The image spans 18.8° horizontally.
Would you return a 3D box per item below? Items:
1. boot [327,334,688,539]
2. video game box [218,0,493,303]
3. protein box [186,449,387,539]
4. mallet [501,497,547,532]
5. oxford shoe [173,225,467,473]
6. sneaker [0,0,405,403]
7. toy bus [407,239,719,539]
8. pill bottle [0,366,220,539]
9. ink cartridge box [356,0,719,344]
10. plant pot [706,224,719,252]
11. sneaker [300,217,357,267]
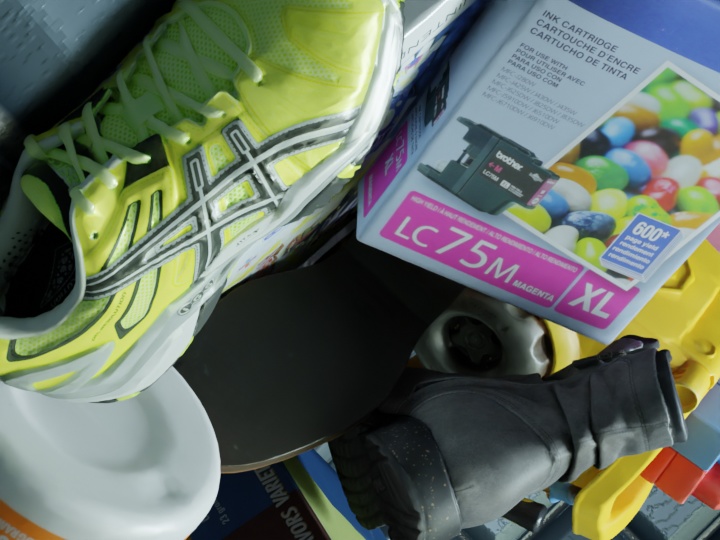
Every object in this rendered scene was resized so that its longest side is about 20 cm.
[{"bbox_3d":[0.057,0.063,0.922,0.132,0.070,0.200,-19,-165,-10],"label":"boot"},{"bbox_3d":[-0.015,-0.059,0.846,0.182,0.047,0.200,-40,170,-17],"label":"video game box"},{"bbox_3d":[-0.084,0.176,1.014,0.200,0.135,0.199,-36,147,2],"label":"protein box"},{"bbox_3d":[0.006,0.089,1.154,0.066,0.200,0.041,-25,139,-83],"label":"mallet"},{"bbox_3d":[-0.022,0.035,0.889,0.071,0.071,0.200,-44,174,41],"label":"oxford shoe"},{"bbox_3d":[-0.058,-0.035,0.675,0.076,0.075,0.200,3,126,-56],"label":"sneaker"},{"bbox_3d":[0.113,0.060,1.048,0.136,0.192,0.200,-48,173,-45],"label":"toy bus"},{"bbox_3d":[-0.150,0.111,0.789,0.200,0.114,0.114,-50,170,27],"label":"pill bottle"},{"bbox_3d":[0.096,-0.063,0.811,0.200,0.119,0.042,-54,-158,37],"label":"ink cartridge box"},{"bbox_3d":[0.166,-0.081,1.154,0.179,0.200,0.200,-6,143,-51],"label":"plant pot"},{"bbox_3d":[0.000,0.000,1.075,0.200,0.075,0.114,-43,169,-26],"label":"sneaker"}]
